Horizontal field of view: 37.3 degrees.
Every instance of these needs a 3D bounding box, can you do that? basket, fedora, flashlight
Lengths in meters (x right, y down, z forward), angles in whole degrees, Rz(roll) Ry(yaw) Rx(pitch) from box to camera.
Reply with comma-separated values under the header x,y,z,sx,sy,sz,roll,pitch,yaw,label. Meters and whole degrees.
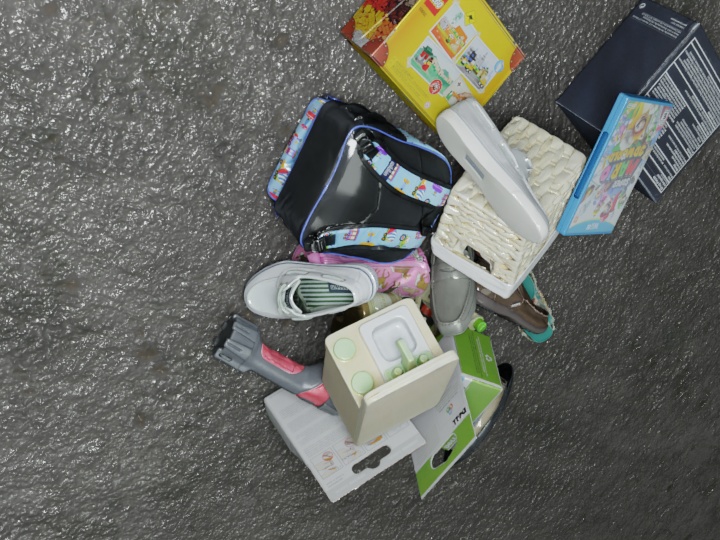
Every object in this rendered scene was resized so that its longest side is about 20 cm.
x,y,z,sx,sy,sz,roll,pitch,yaw,label
0.203,-0.090,1.434,0.200,0.134,0.124,-48,162,-33,basket
0.156,0.205,1.669,0.091,0.201,0.202,35,99,-3,fedora
-0.101,0.125,1.441,0.199,0.068,0.068,34,116,-24,flashlight

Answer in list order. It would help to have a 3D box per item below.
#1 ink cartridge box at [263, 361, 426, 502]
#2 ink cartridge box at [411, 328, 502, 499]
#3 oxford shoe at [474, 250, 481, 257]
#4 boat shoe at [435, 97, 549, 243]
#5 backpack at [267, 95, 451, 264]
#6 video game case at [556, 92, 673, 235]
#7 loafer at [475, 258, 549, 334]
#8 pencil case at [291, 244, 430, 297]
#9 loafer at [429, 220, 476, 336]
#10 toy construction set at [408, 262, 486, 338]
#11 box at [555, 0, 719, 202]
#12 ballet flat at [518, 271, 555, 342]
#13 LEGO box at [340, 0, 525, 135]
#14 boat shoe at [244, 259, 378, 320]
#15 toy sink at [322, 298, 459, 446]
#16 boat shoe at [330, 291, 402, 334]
x,y,z,sx,sy,sz,roll,pitch,yaw,label
-0.023,0.219,1.502,0.159,0.201,0.050,-29,146,-15,ink cartridge box
0.130,0.201,1.479,0.075,0.202,0.148,18,129,-25,ink cartridge box
0.236,-0.100,1.578,0.201,0.070,0.075,-50,162,2,oxford shoe
0.176,-0.127,1.315,0.068,0.201,0.072,-36,167,-16,boat shoe
0.009,-0.106,1.339,0.198,0.135,0.185,12,113,-40,backpack
0.348,-0.141,1.455,0.142,0.018,0.203,-5,124,-50,video game case
0.223,0.038,1.567,0.199,0.073,0.072,25,92,-47,loafer
0.000,0.000,1.448,0.197,0.083,0.088,-2,119,-35,pencil case
0.125,-0.001,1.478,0.069,0.203,0.070,-9,138,14,loafer
0.112,0.068,1.583,0.132,0.092,0.199,-55,146,10,toy construction set
0.420,-0.246,1.553,0.199,0.123,0.199,-49,134,3,box
0.250,0.040,1.676,0.075,0.064,0.201,-26,135,6,ballet flat
0.093,-0.279,1.318,0.149,0.077,0.200,-48,136,3,LEGO box
-0.075,0.024,1.343,0.067,0.197,0.075,-32,107,-58,boat shoe
0.031,0.121,1.343,0.129,0.113,0.201,-26,161,-14,toy sink
0.005,0.081,1.463,0.062,0.074,0.201,-9,157,-17,boat shoe
